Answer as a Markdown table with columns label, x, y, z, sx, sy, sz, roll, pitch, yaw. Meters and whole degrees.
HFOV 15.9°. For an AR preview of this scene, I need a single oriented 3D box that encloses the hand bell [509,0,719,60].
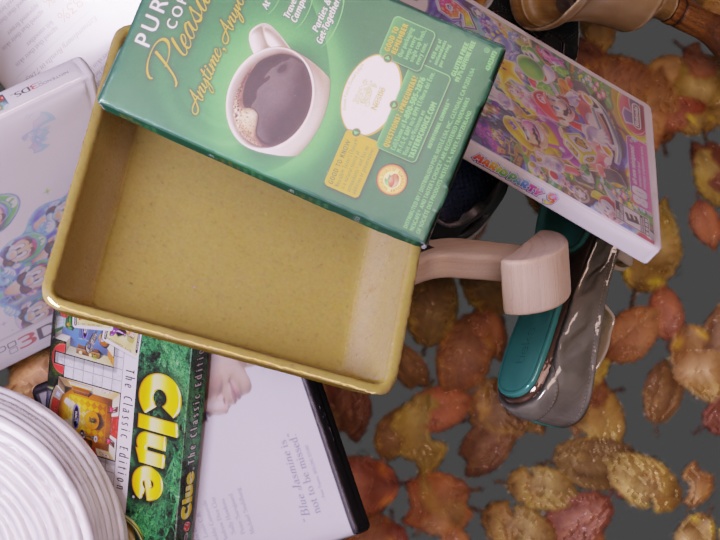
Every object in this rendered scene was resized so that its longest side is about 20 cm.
| label | x | y | z | sx | sy | sz | roll | pitch | yaw |
| --- | --- | --- | --- | --- | --- | --- | --- | --- | --- |
| hand bell | 0.203 | -0.162 | 1.632 | 0.199 | 0.104 | 0.105 | 23 | 77 | -27 |

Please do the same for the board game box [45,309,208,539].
| label | x | y | z | sx | sy | sz | roll | pitch | yaw |
| --- | --- | --- | --- | --- | --- | --- | --- | --- | --- |
| board game box | -0.141 | 0.092 | 1.521 | 0.104 | 0.023 | 0.201 | 12 | 104 | 27 |

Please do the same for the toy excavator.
| label | x | y | z | sx | sy | sz | roll | pitch | yaw |
| --- | --- | --- | --- | --- | --- | --- | --- | --- | --- |
| toy excavator | 0.000 | 0.000 | 1.560 | 0.199 | 0.194 | 0.100 | -20 | 115 | -33 |

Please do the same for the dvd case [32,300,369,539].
| label | x | y | z | sx | sy | sz | roll | pitch | yaw |
| --- | --- | --- | --- | --- | --- | --- | --- | --- | --- |
| dvd case | -0.098 | 0.109 | 1.521 | 0.199 | 0.018 | 0.143 | -20 | 88 | 33 |

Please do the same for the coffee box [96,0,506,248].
| label | x | y | z | sx | sy | sz | roll | pitch | yaw |
| --- | --- | --- | --- | --- | --- | --- | --- | --- | --- |
| coffee box | -0.032 | -0.106 | 1.430 | 0.199 | 0.044 | 0.123 | 22 | 88 | 0 |

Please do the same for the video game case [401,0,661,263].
| label | x | y | z | sx | sy | sz | roll | pitch | yaw |
| --- | --- | --- | --- | --- | --- | --- | --- | --- | --- |
| video game case | 0.095 | -0.098 | 1.543 | 0.200 | 0.018 | 0.144 | 28 | 36 | -20 |

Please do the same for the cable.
| label | x | y | z | sx | sy | sz | roll | pitch | yaw |
| --- | --- | --- | --- | --- | --- | --- | --- | --- | --- |
| cable | -0.239 | 0.163 | 1.507 | 0.199 | 0.069 | 0.201 | -24 | 91 | 11 |

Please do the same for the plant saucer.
| label | x | y | z | sx | sy | sz | roll | pitch | yaw |
| --- | --- | --- | --- | --- | --- | --- | --- | --- | --- |
| plant saucer | -0.066 | -0.026 | 1.457 | 0.199 | 0.049 | 0.201 | 16 | 56 | -6 |

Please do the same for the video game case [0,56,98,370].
| label | x | y | z | sx | sy | sz | roll | pitch | yaw |
| --- | --- | --- | --- | --- | --- | --- | --- | --- | --- |
| video game case | -0.222 | -0.014 | 1.507 | 0.182 | 0.200 | 0.024 | -27 | 51 | -16 |

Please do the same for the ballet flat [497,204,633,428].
| label | x | y | z | sx | sy | sz | roll | pitch | yaw |
| --- | --- | --- | --- | --- | --- | --- | --- | --- | --- |
| ballet flat | 0.139 | 0.003 | 1.633 | 0.064 | 0.067 | 0.201 | 24 | 77 | -33 |

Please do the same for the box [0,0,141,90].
| label | x | y | z | sx | sy | sz | roll | pitch | yaw |
| --- | --- | --- | --- | --- | --- | --- | --- | --- | --- |
| box | -0.175 | -0.178 | 1.555 | 0.124 | 0.097 | 0.200 | -39 | 93 | 21 |

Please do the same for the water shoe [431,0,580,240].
| label | x | y | z | sx | sy | sz | roll | pitch | yaw |
| --- | --- | --- | --- | --- | --- | --- | --- | --- | --- |
| water shoe | 0.093 | -0.107 | 1.626 | 0.071 | 0.079 | 0.201 | 23 | 78 | -5 |
